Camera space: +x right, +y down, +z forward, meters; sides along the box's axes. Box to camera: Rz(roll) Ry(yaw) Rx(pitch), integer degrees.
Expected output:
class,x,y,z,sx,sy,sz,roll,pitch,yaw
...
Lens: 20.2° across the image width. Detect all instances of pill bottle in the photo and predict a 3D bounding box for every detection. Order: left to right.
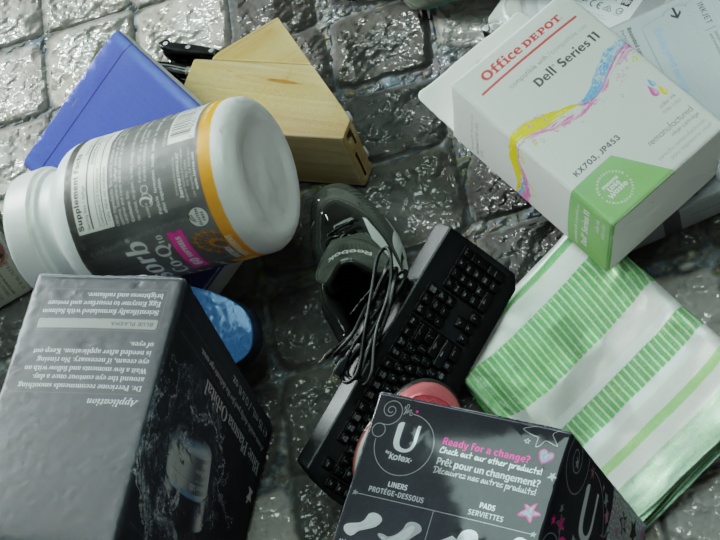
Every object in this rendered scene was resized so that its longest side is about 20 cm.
class,x,y,z,sx,sy,sz,roll,pitch,yaw
pill bottle,-0.153,-0.049,1.475,0.199,0.116,0.117,-15,52,24

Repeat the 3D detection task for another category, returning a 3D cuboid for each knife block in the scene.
class,x,y,z,sx,sy,sz,roll,pitch,yaw
knife block,-0.108,-0.110,1.598,0.175,0.064,0.200,-32,52,-3

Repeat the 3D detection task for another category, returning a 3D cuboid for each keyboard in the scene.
class,x,y,z,sx,sy,sz,roll,pitch,yaw
keyboard,0.028,0.066,1.377,0.201,0.104,0.040,-60,22,-7

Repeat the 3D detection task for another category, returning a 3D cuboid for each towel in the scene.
class,x,y,z,sx,sy,sz,roll,pitch,yaw
towel,0.163,0.074,1.377,0.153,0.023,0.200,-46,53,2

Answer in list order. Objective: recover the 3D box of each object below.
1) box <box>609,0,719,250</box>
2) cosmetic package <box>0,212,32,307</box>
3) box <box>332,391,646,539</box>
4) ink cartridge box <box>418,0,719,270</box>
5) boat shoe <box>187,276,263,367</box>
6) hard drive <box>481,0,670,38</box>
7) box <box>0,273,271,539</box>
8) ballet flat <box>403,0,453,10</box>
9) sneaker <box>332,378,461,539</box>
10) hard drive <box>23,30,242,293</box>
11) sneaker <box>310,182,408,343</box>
class,x,y,z,sx,sy,sz,roll,pitch,yaw
box,0.236,-0.117,1.467,0.199,0.041,0.157,-25,67,4
cosmetic package,-0.373,0.008,1.598,0.199,0.087,0.104,-31,53,-2
box,0.084,0.166,1.237,0.131,0.200,0.116,10,73,25
ink cartridge box,0.143,-0.112,1.418,0.117,0.067,0.200,-40,66,-16
boat shoe,-0.157,0.048,1.495,0.198,0.069,0.085,1,78,25
hard drive,0.204,-0.233,1.585,0.139,0.038,0.200,24,67,31
box,-0.157,0.139,1.359,0.116,0.197,0.201,1,57,19
ballet flat,0.102,-0.254,1.582,0.199,0.064,0.068,-13,43,37
sneaker,0.022,0.167,1.318,0.073,0.087,0.201,26,81,-11
hard drive,-0.158,-0.073,1.560,0.200,0.025,0.132,42,102,24
sneaker,0.000,0.000,1.464,0.066,0.091,0.201,-20,52,5
